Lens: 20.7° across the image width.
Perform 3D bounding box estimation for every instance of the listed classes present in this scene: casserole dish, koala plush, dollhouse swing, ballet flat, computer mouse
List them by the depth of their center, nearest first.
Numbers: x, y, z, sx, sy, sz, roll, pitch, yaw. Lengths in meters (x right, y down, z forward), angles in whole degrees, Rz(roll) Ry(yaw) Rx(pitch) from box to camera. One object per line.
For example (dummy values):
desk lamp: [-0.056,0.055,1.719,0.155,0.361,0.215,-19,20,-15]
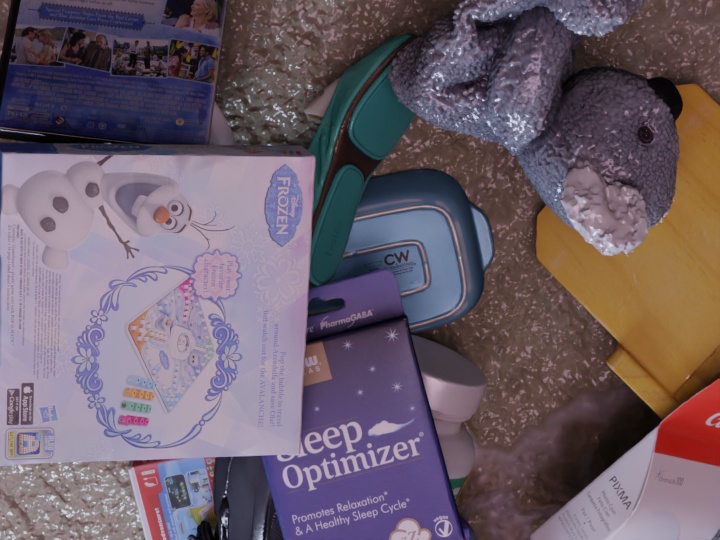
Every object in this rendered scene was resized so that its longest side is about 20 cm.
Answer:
koala plush: [0.139,-0.104,1.313,0.183,0.177,0.201,-33,93,15]
ballet flat: [-0.019,-0.085,1.372,0.070,0.067,0.201,19,78,33]
computer mouse: [-0.075,0.153,1.398,0.052,0.138,0.201,12,108,-34]
casserole dish: [0.000,0.000,1.423,0.199,0.039,0.122,-13,108,1]
dollhouse swing: [0.259,-0.007,1.431,0.200,0.176,0.181,-49,144,12]

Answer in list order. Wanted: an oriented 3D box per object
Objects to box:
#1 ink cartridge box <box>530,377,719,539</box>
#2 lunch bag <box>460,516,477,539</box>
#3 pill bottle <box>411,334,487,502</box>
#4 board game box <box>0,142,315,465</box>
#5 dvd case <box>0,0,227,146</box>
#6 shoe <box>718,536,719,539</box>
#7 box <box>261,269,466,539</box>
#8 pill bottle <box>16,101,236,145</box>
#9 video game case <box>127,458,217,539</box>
ink cartridge box: [0.240,0.157,1.411,0.200,0.047,0.160,-43,146,24]
lunch bag: [0.085,0.282,1.456,0.093,0.151,0.201,-7,108,0]
pill bottle: [0.016,0.151,1.414,0.112,0.113,0.201,20,105,-8]
board game box: [-0.133,0.021,1.253,0.198,0.043,0.201,0,103,-15]
dvd case: [-0.161,-0.170,1.306,0.142,0.018,0.201,6,66,-2]
shoe: [0.347,0.183,1.449,0.200,0.071,0.091,-46,129,-7]
box: [-0.009,0.110,1.334,0.120,0.032,0.201,-15,93,3]
pill bottle: [-0.187,-0.049,1.320,0.200,0.112,0.112,-44,106,-20]
video game case: [-0.063,0.191,1.492,0.199,0.017,0.144,-12,108,1]
